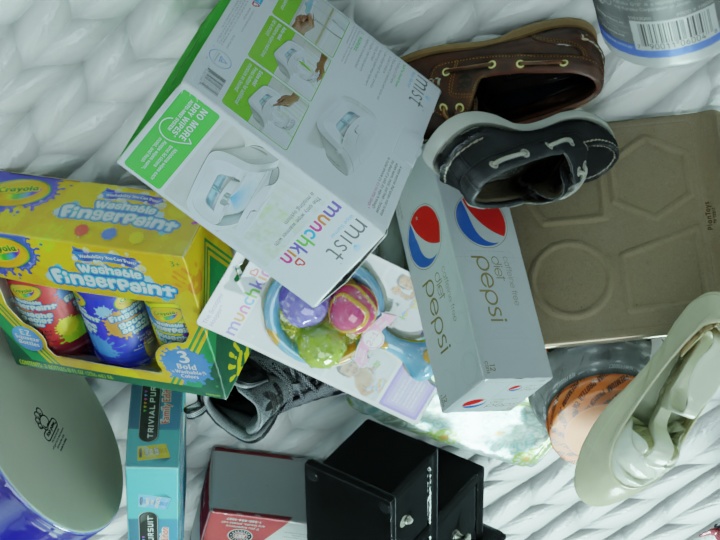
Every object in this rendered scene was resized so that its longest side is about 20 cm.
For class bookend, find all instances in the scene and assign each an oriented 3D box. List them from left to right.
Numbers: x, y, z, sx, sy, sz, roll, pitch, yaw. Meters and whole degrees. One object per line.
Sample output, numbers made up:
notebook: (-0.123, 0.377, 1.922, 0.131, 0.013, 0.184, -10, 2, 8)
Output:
bookend: (0.044, 0.211, 1.741, 0.092, 0.200, 0.199, 21, 130, 28)

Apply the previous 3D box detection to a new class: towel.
towel: (0.112, 0.095, 1.725, 0.199, 0.048, 0.171, 20, 129, -21)

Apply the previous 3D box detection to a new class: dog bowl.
dog bowl: (-0.294, 0.150, 1.652, 0.079, 0.200, 0.200, -30, 129, 20)

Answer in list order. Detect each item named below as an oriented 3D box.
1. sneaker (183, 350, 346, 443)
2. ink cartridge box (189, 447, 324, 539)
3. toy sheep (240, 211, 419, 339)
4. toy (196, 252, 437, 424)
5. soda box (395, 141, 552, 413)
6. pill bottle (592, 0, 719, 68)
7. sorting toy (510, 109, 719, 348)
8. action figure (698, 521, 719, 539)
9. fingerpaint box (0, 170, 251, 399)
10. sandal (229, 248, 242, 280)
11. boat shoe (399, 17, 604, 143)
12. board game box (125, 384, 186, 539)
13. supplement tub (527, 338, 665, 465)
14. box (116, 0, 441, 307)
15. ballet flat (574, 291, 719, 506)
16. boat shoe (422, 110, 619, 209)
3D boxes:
sneaker: (-0.053, 0.095, 1.653, 0.199, 0.114, 0.076, -10, 110, 17)
ink cartridge box: (-0.091, 0.271, 1.861, 0.146, 0.083, 0.200, 8, 133, -10)
toy sheep: (0.000, 0.000, 1.571, 0.199, 0.138, 0.138, 10, 133, -18)
toy: (-0.011, 0.043, 1.495, 0.200, 0.047, 0.115, 25, 109, -19)
soda box: (0.082, 0.004, 1.477, 0.063, 0.201, 0.068, 1, 154, -29)
pill bottle: (0.203, -0.250, 1.348, 0.113, 0.114, 0.200, -13, 133, 10)
sorting toy: (0.197, -0.029, 1.524, 0.199, 0.186, 0.036, -7, 157, 6)
action figure: (0.406, 0.212, 1.795, 0.200, 0.149, 0.134, -42, 130, 15)
fingerpaint box: (-0.201, 0.012, 1.566, 0.199, 0.073, 0.167, 8, 137, 19)
sandal: (-0.096, -0.019, 1.598, 0.050, 0.082, 0.203, 39, 132, 19)
boat shoe: (0.089, -0.136, 1.485, 0.199, 0.070, 0.070, -18, 133, 16)
board game box: (-0.180, 0.181, 1.722, 0.047, 0.151, 0.200, 1, 134, -3)
supplement tub: (0.191, 0.056, 1.584, 0.122, 0.200, 0.123, -2, 134, -2)
box: (-0.050, -0.106, 1.388, 0.176, 0.200, 0.097, 36, 126, -12)
ballet flat: (0.227, 0.107, 1.456, 0.069, 0.070, 0.200, 22, 108, -23)
boat shoe: (0.132, -0.078, 1.442, 0.200, 0.060, 0.074, 1, 133, -49)
